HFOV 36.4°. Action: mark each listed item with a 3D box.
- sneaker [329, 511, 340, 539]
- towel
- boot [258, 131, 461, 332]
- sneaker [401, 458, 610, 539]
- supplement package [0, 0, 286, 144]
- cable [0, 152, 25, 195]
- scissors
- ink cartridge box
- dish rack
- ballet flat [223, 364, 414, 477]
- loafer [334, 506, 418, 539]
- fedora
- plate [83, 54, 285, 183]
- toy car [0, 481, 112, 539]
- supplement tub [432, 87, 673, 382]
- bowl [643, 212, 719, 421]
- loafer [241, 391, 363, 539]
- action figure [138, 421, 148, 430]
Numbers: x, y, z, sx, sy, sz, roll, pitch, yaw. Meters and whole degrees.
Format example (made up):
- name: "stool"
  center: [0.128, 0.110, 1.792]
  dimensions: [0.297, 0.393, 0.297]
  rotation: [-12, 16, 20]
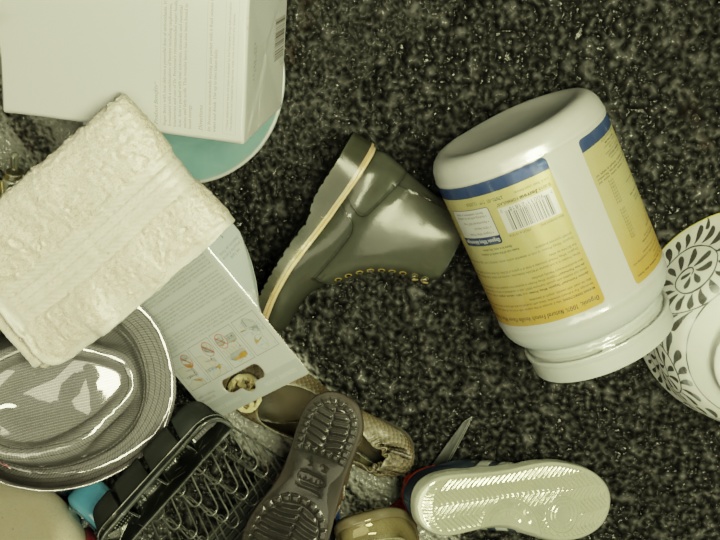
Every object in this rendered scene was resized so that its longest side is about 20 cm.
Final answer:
- name: "sneaker"
  center: [-0.085, 0.312, 1.086]
  dimensions: [0.070, 0.078, 0.201]
  rotation: [27, 113, 0]
- name: "towel"
  center: [-0.211, -0.025, 0.836]
  dimensions: [0.200, 0.035, 0.133]
  rotation: [-39, 101, 9]
- name: "boot"
  center: [0.000, 0.000, 0.958]
  dimensions: [0.138, 0.078, 0.201]
  rotation: [30, 114, -6]
- name: "sneaker"
  center: [0.130, 0.204, 1.012]
  dimensions: [0.198, 0.084, 0.076]
  rotation: [7, 89, -18]
- name: "supplement package"
  center: [-0.168, -0.185, 0.866]
  dimensions: [0.198, 0.120, 0.122]
  rotation: [9, 114, 8]
- name: "cable"
  center: [-0.326, -0.015, 1.043]
  dimensions: [0.096, 0.051, 0.201]
  rotation: [12, 125, -12]
- name: "scissors"
  center: [0.061, 0.222, 1.061]
  dimensions: [0.073, 0.014, 0.200]
  rotation: [43, 111, -5]
- name: "ink cartridge box"
  center: [-0.144, 0.025, 0.976]
  dimensions: [0.200, 0.057, 0.162]
  rotation: [48, 136, -13]
- name: "dish rack"
  center: [-0.137, 0.214, 1.007]
  dimensions: [0.154, 0.055, 0.200]
  rotation: [-47, 135, -1]
- name: "ballet flat"
  center: [-0.041, 0.143, 1.031]
  dimensions: [0.199, 0.046, 0.068]
  rotation: [26, 112, 0]
- name: "loafer"
  center: [0.029, 0.283, 1.014]
  dimensions: [0.075, 0.068, 0.201]
  rotation: [-19, 140, 5]
- name: "fedora"
  center: [-0.251, 0.100, 0.920]
  dimensions: [0.198, 0.090, 0.179]
  rotation: [-7, 90, -15]
- name: "plate"
  center: [-0.159, -0.174, 0.947]
  dimensions: [0.198, 0.026, 0.202]
  rotation: [4, 110, 10]
- name: "toy car"
  center: [-0.295, 0.304, 1.088]
  dimensions: [0.176, 0.185, 0.200]
  rotation: [26, 157, 42]
- name: "supplement tub"
  center: [0.158, -0.027, 0.876]
  dimensions: [0.143, 0.145, 0.201]
  rotation: [-21, 105, 17]
- name: "bowl"
  center: [0.331, 0.057, 0.902]
  dimensions: [0.199, 0.094, 0.203]
  rotation: [4, 112, 9]
- name: "loafer"
  center: [-0.043, 0.199, 0.986]
  dimensions: [0.073, 0.071, 0.201]
  rotation: [29, 101, 10]
- name: "action figure"
  center: [-0.257, 0.105, 1.025]
  dimensions: [0.101, 0.119, 0.201]
  rotation: [-28, 97, -11]
